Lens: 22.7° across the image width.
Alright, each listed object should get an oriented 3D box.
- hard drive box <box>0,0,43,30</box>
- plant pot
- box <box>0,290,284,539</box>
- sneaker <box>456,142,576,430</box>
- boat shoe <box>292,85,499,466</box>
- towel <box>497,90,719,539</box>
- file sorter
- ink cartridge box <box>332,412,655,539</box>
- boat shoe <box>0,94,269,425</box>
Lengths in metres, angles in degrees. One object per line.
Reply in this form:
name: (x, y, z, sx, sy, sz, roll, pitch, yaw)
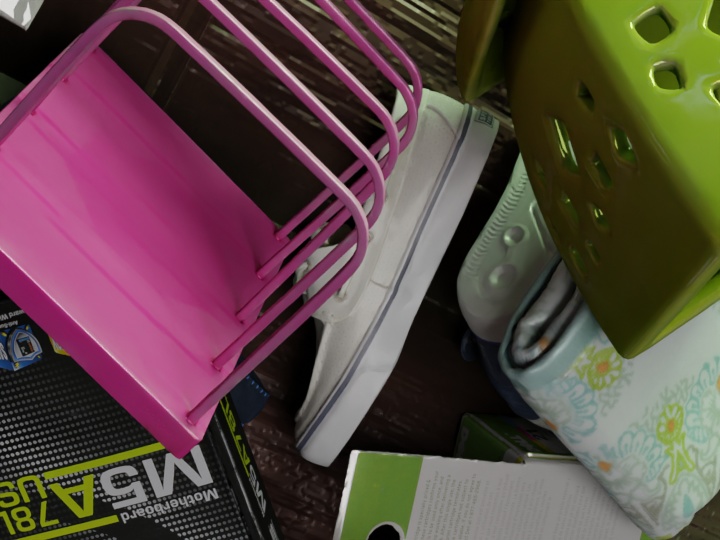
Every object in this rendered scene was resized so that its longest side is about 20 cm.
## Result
hard drive box: (-0.193, -0.221, 0.746, 0.199, 0.077, 0.157, 28, 93, -30)
plant pot: (0.157, -0.103, 0.786, 0.198, 0.200, 0.182, -34, 78, -12)
box: (-0.152, 0.096, 0.838, 0.198, 0.048, 0.195, -14, 112, 8)
sneaker: (0.135, -0.008, 0.984, 0.201, 0.080, 0.147, -54, 140, -17)
boat shoe: (0.000, 0.000, 0.922, 0.069, 0.071, 0.201, 24, 99, -2)
towel: (0.172, 0.020, 0.928, 0.201, 0.048, 0.171, -52, 126, -11)
file sorter: (-0.060, -0.053, 0.732, 0.139, 0.200, 0.125, 44, 112, -11)
ink cartridge box: (0.057, 0.157, 0.988, 0.198, 0.076, 0.149, 7, 103, -26)
boat shoe: (-0.101, -0.005, 0.856, 0.069, 0.084, 0.200, -45, 121, -10)
